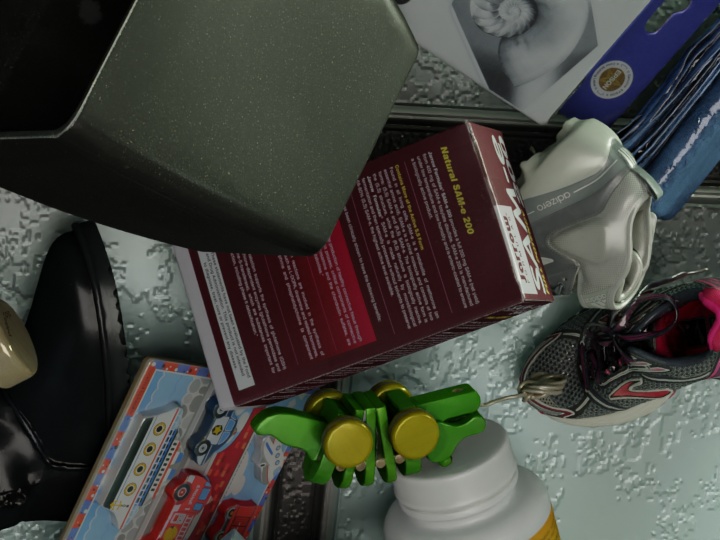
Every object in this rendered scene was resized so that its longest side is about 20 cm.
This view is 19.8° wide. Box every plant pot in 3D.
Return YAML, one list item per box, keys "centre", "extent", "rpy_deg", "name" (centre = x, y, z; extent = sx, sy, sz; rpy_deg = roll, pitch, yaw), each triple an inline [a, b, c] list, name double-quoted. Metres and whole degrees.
- centre: [-0.092, -0.109, 1.106]
  extent: [0.177, 0.200, 0.200]
  rpy_deg: [36, 72, -31]
  name: "plant pot"

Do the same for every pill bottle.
- centre: [0.079, 0.199, 1.315]
  extent: [0.109, 0.109, 0.201]
  rpy_deg: [-18, 112, -6]
  name: "pill bottle"

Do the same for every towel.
- centre: [0.224, -0.122, 1.247]
  extent: [0.048, 0.112, 0.200]
  rpy_deg: [39, 98, 16]
  name: "towel"

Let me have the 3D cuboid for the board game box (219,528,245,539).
- centre: [-0.085, 0.293, 1.255]
  extent: [0.199, 0.041, 0.200]
  rpy_deg: [-39, 100, 12]
  name: "board game box"

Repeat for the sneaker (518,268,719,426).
- centre: [0.170, 0.042, 1.254]
  extent: [0.074, 0.200, 0.081]
  rpy_deg: [2, 71, -43]
  name: "sneaker"

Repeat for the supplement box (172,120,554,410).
- centre: [0.000, 0.000, 1.192]
  extent: [0.199, 0.061, 0.109]
  rpy_deg: [-20, 81, 22]
  name: "supplement box"

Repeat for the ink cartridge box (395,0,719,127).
- centre: [0.128, -0.180, 1.148]
  extent: [0.199, 0.041, 0.200]
  rpy_deg: [28, 116, -26]
  name: "ink cartridge box"

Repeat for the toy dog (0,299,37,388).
- centre: [-0.265, -0.002, 1.139]
  extent: [0.200, 0.096, 0.132]
  rpy_deg: [45, 92, 3]
  name: "toy dog"

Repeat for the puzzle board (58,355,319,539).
- centre: [-0.115, 0.150, 1.263]
  extent: [0.150, 0.017, 0.201]
  rpy_deg: [12, 108, -50]
  name: "puzzle board"

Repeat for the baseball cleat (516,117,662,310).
- centre: [0.102, 0.001, 1.227]
  extent: [0.107, 0.070, 0.200]
  rpy_deg: [48, 131, 11]
  name: "baseball cleat"

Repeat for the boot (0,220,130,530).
- centre: [-0.222, 0.076, 1.220]
  extent: [0.167, 0.076, 0.201]
  rpy_deg: [-8, 116, -14]
  name: "boot"

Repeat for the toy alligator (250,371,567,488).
- centre: [0.032, 0.100, 1.247]
  extent: [0.199, 0.059, 0.055]
  rpy_deg: [-6, 109, -16]
  name: "toy alligator"
